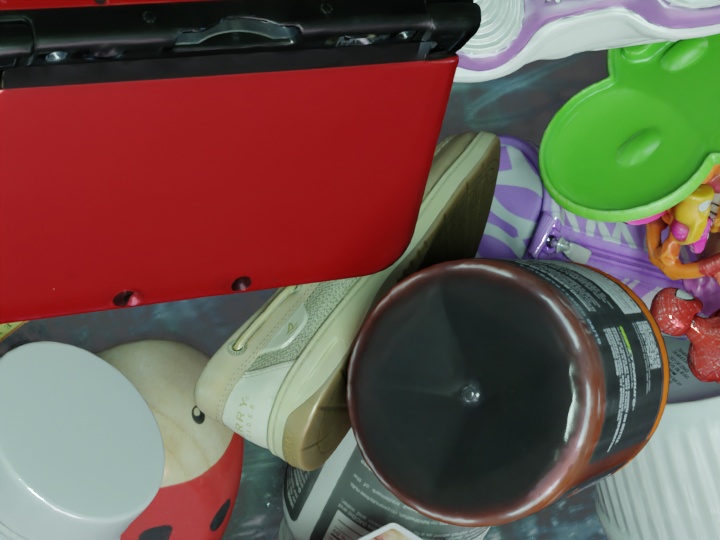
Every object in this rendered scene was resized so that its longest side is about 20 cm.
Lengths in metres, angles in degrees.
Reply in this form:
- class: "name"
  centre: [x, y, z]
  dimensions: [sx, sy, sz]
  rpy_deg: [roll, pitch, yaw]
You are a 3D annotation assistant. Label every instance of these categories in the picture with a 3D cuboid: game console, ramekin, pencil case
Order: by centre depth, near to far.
- class: "game console"
  centre: [-0.070, -0.089, 0.644]
  dimensions: [0.199, 0.173, 0.119]
  rpy_deg: [-7, 162, -27]
- class: "pencil case"
  centre: [0.125, -0.014, 0.890]
  dimensions: [0.199, 0.085, 0.085]
  rpy_deg: [11, 94, -44]
- class: "ramekin"
  centre: [0.217, 0.077, 0.968]
  dimensions: [0.199, 0.200, 0.106]
  rpy_deg: [-25, 111, -6]

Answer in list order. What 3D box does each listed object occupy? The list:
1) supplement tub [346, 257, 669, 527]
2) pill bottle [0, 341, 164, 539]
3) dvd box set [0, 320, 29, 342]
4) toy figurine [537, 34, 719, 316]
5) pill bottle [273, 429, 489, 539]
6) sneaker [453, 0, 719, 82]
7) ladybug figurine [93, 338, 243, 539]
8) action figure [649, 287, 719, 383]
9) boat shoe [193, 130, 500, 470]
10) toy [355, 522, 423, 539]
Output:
- class: "supplement tub"
  centre: [0.075, 0.048, 0.749]
  dimensions: [0.107, 0.107, 0.200]
  rpy_deg: [-42, 165, 16]
- class: "pill bottle"
  centre: [-0.180, 0.123, 0.786]
  dimensions: [0.119, 0.120, 0.200]
  rpy_deg: [10, 138, -41]
- class: "dvd box set"
  centre: [-0.191, -0.035, 0.699]
  dimensions: [0.146, 0.029, 0.200]
  rpy_deg: [-37, 142, 10]
- class: "toy figurine"
  centre: [0.193, -0.040, 0.828]
  dimensions: [0.200, 0.150, 0.184]
  rpy_deg: [-39, 138, -8]
- class: "pill bottle"
  centre: [0.024, 0.105, 0.936]
  dimensions: [0.116, 0.117, 0.201]
  rpy_deg: [-4, 136, -31]
- class: "sneaker"
  centre: [0.074, -0.119, 0.741]
  dimensions: [0.198, 0.100, 0.075]
  rpy_deg: [-2, 94, -4]
- class: "ladybug figurine"
  centre: [-0.121, 0.122, 0.894]
  dimensions: [0.135, 0.072, 0.201]
  rpy_deg: [-11, 139, -24]
- class: "action figure"
  centre: [0.225, 0.039, 0.836]
  dimensions: [0.199, 0.052, 0.065]
  rpy_deg: [12, 153, -24]
- class: "boat shoe"
  centre: [0.000, 0.000, 0.759]
  dimensions: [0.200, 0.065, 0.072]
  rpy_deg: [-53, 155, -35]
- class: "toy"
  centre: [-0.028, 0.198, 0.905]
  dimensions: [0.199, 0.047, 0.115]
  rpy_deg: [-28, 140, 25]
